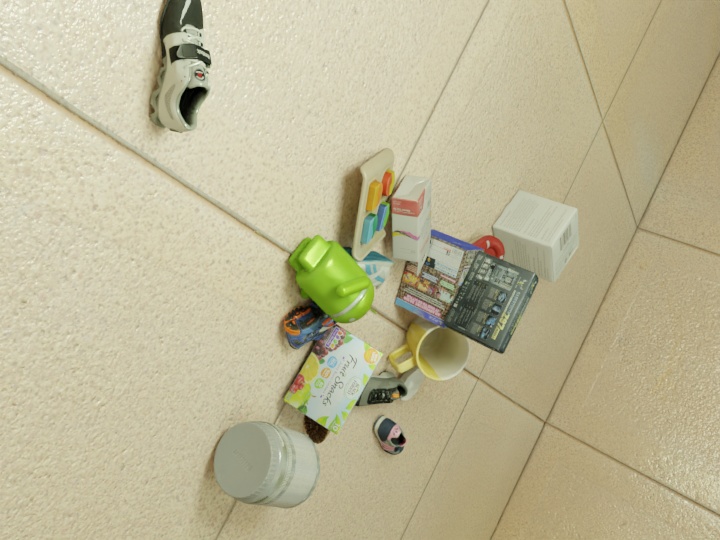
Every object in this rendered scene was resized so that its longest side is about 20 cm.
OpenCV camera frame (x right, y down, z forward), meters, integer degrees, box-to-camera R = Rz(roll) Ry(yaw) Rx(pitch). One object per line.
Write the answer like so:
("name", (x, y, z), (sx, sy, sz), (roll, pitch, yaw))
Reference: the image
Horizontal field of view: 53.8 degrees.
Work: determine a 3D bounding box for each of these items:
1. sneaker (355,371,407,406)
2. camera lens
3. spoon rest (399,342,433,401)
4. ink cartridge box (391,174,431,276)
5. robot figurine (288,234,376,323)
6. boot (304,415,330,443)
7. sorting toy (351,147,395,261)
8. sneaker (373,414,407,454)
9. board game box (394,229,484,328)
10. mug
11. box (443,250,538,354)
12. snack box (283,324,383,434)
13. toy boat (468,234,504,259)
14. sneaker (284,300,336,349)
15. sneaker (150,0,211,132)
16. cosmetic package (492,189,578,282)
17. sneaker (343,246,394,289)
("sneaker", (0.050, 0.309, 1.820), (0.198, 0.079, 0.075), (-6, 117, -51))
("camera lens", (-0.187, 0.402, 1.468), (0.162, 0.158, 0.200), (-62, 146, -6))
("spoon rest", (0.160, 0.270, 1.968), (0.099, 0.060, 0.203), (18, 94, -56))
("ink cartridge box", (0.119, -0.102, 1.643), (0.117, 0.066, 0.203), (-57, 151, -50))
("robot figurine", (-0.051, 0.023, 1.428), (0.200, 0.174, 0.116), (47, 62, -22))
("boot", (-0.068, 0.305, 1.661), (0.107, 0.074, 0.204), (-7, 115, -58))
("sorting toy", (0.034, -0.141, 1.508), (0.185, 0.036, 0.204), (-47, 146, -59))
("sneaker", (0.099, 0.480, 1.990), (0.071, 0.081, 0.201), (-54, 145, -17))
("board game box", (0.197, 0.018, 1.772), (0.096, 0.158, 0.203), (-4, 114, -53))
("mug", (0.173, 0.187, 1.854), (0.183, 0.153, 0.152), (6, 103, -18))
("box", (0.308, 0.073, 1.678), (0.051, 0.156, 0.203), (34, 81, -57))
("snack box", (-0.059, 0.234, 1.560), (0.202, 0.141, 0.053), (-59, 178, -10))
("toy boat", (0.350, -0.014, 1.994), (0.199, 0.129, 0.133), (-31, 134, -41))
("sneaker", (-0.088, 0.103, 1.518), (0.198, 0.075, 0.079), (-23, 140, -38))
("sneaker", (-0.244, -0.298, 1.023), (0.073, 0.088, 0.204), (-10, 116, -50))
("cosmetic package", (0.527, -0.105, 2.125), (0.168, 0.198, 0.167), (-49, 143, -22))
("sneaker", (0.000, 0.000, 1.563), (0.198, 0.076, 0.082), (9, 109, -53))
